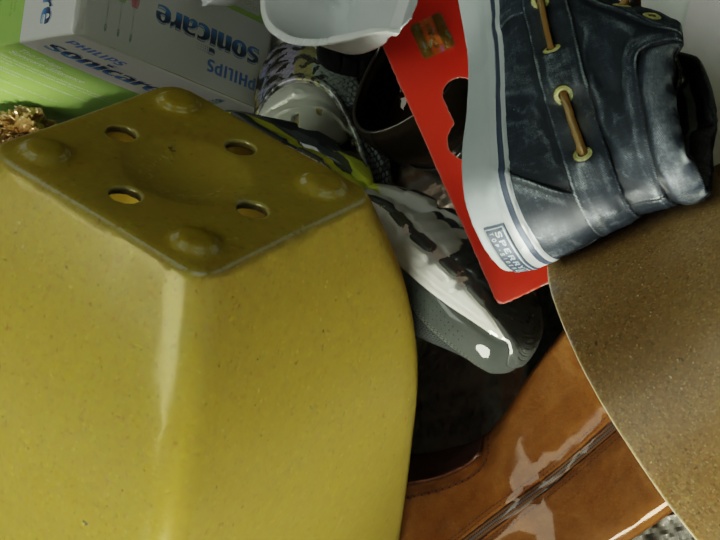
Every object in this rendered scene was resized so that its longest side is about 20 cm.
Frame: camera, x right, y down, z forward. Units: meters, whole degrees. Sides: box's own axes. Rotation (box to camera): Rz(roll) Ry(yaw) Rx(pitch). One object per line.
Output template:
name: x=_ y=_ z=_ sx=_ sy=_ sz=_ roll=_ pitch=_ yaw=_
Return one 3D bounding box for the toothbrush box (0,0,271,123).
toothbrush box: x=-0.169 y=-0.137 z=1.039 sx=0.199 sy=0.145 sz=0.087 roll=-1 pitch=77 yaw=40

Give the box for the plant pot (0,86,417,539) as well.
plant pot: x=-0.089 y=0.040 z=0.794 sx=0.194 sy=0.195 sz=0.201 roll=30 pitch=123 yaw=25

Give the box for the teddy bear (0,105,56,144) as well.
teddy bear: x=-0.126 y=-0.029 z=1.037 sx=0.199 sy=0.067 sz=0.146 roll=1 pitch=120 yaw=36

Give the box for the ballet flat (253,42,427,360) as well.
ballet flat: x=-0.018 y=-0.042 z=0.957 sx=0.072 sy=0.072 sz=0.201 roll=-33 pitch=65 yaw=32

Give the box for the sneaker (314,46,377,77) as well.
sneaker: x=0.012 y=-0.205 z=0.953 sx=0.081 sy=0.074 sz=0.201 roll=41 pitch=109 yaw=38

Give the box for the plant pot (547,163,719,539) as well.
plant pot: x=0.207 y=0.012 z=0.712 sx=0.200 sy=0.186 sz=0.187 roll=-37 pitch=63 yaw=18

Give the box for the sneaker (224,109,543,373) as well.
sneaker: x=0.000 y=0.000 z=0.875 sx=0.200 sy=0.074 sz=0.085 roll=36 pitch=111 yaw=31

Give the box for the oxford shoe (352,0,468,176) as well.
oxford shoe: x=0.063 y=-0.136 z=0.894 sx=0.073 sy=0.084 sz=0.200 roll=41 pitch=109 yaw=37

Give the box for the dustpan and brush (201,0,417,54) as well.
dustpan and brush: x=-0.023 y=-0.153 z=0.888 sx=0.200 sy=0.057 sz=0.140 roll=-28 pitch=44 yaw=65

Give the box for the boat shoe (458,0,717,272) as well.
boat shoe: x=0.093 y=-0.090 z=0.748 sx=0.091 sy=0.071 sz=0.201 roll=-18 pitch=49 yaw=22

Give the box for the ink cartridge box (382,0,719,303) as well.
ink cartridge box: x=0.120 y=-0.099 z=0.811 sx=0.199 sy=0.057 sz=0.163 roll=-23 pitch=67 yaw=0

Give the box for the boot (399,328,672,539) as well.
boot: x=0.055 y=0.078 z=0.873 sx=0.200 sy=0.068 sz=0.189 roll=-52 pitch=57 yaw=29
